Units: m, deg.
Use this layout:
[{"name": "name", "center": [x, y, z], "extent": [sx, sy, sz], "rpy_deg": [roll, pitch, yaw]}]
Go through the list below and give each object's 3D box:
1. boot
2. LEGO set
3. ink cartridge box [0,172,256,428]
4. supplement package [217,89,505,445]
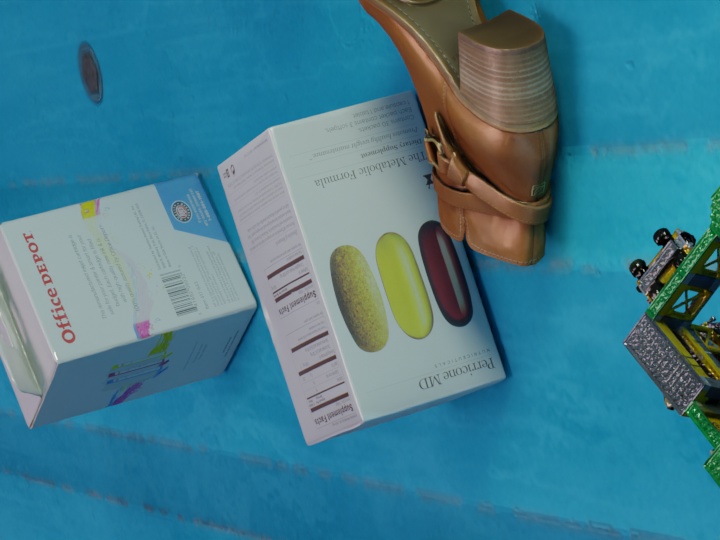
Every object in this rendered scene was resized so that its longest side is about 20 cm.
[{"name": "boot", "center": [0.054, -0.102, 1.666], "extent": [0.200, 0.073, 0.155], "rpy_deg": [46, 147, 51]}, {"name": "LEGO set", "center": [0.235, 0.052, 1.362], "extent": [0.200, 0.116, 0.154], "rpy_deg": [45, 113, 41]}, {"name": "ink cartridge box", "center": [-0.207, 0.027, 2.140], "extent": [0.129, 0.199, 0.125], "rpy_deg": [65, 154, 21]}, {"name": "supplement package", "center": [0.000, 0.000, 1.786], "extent": [0.109, 0.113, 0.201], "rpy_deg": [-29, 79, 66]}]
